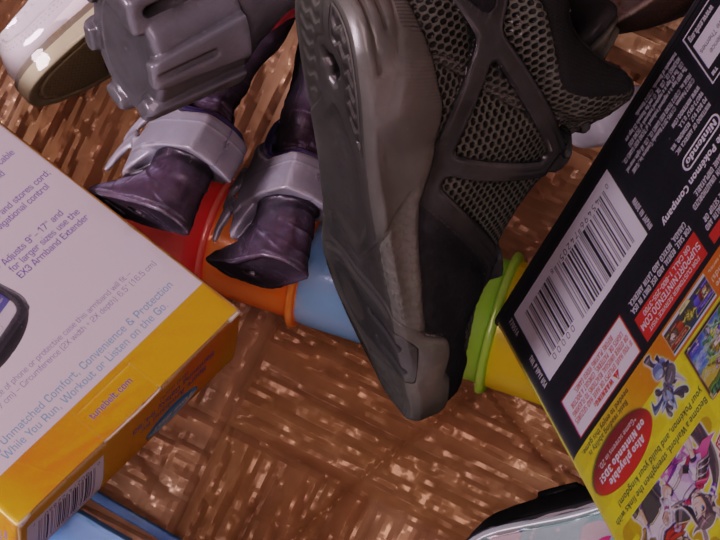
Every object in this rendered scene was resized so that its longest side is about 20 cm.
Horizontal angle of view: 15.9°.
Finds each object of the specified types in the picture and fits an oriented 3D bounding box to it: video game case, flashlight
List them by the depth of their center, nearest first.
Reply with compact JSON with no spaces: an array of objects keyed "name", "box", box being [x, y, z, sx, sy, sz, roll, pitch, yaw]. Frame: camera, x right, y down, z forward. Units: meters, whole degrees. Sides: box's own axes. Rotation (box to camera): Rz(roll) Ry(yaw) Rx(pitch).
[{"name":"video game case","box":[0.130,0.007,0.841,0.200,0.025,0.181,-59,39,31]},{"name":"flashlight","box":[-0.002,-0.113,0.909,0.200,0.068,0.068,-29,109,-22]}]

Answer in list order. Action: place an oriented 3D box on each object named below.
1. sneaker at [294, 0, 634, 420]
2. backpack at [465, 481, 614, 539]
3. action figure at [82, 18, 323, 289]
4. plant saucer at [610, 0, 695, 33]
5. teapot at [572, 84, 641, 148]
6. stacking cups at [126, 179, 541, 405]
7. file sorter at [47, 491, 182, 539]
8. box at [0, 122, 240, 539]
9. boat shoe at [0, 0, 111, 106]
[{"name":"sneaker","box":[0.043,-0.034,0.907,0.114,0.200,0.076,-19,41,-17]},{"name":"backpack","box":[0.133,0.173,0.940,0.177,0.151,0.201,-15,90,4]},{"name":"action figure","box":[-0.023,-0.099,0.970,0.130,0.069,0.201,32,76,-26]},{"name":"plant saucer","box":[0.135,-0.166,0.941,0.032,0.200,0.201,31,91,-21]},{"name":"teapot","box":[0.213,-0.077,0.946,0.199,0.146,0.198,22,111,-21]},{"name":"stacking cups","box":[0.000,0.000,1.003,0.199,0.061,0.061,19,89,8]},{"name":"file sorter","box":[-0.133,0.183,0.977,0.138,0.123,0.200,29,90,8]},{"name":"box","box":[-0.157,0.002,0.939,0.200,0.042,0.119,37,61,17]},{"name":"boat shoe","box":[-0.074,-0.150,1.017,0.200,0.075,0.068,-44,82,-8]}]
